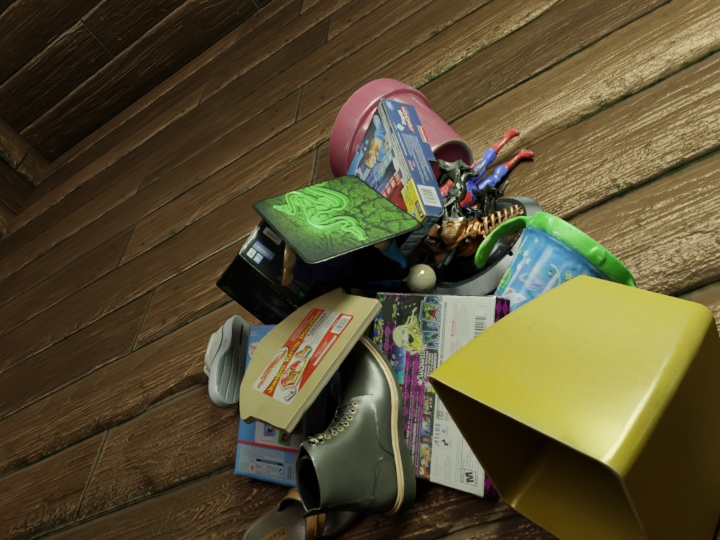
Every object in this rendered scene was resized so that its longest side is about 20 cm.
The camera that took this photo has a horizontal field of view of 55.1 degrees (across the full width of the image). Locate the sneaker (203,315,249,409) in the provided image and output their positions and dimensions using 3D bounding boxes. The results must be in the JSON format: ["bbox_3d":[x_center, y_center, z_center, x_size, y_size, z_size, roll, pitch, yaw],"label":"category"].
[{"bbox_3d":[-0.221,0.159,1.128,0.070,0.073,0.202,-39,23,20],"label":"sneaker"}]

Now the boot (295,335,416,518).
[{"bbox_3d":[-0.021,0.163,0.751,0.077,0.136,0.204,-44,52,36],"label":"boot"}]

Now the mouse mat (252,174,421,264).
[{"bbox_3d":[-0.035,-0.071,0.872,0.158,0.008,0.200,-19,33,-22],"label":"mouse mat"}]

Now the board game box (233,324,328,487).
[{"bbox_3d":[-0.104,0.175,0.922,0.149,0.036,0.206,-6,76,45],"label":"board game box"}]

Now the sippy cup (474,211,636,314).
[{"bbox_3d":[0.210,0.028,0.766,0.131,0.139,0.178,-52,24,2],"label":"sippy cup"}]

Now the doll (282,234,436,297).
[{"bbox_3d":[0.000,0.000,0.875,0.194,0.138,0.050,6,57,-6],"label":"doll"}]

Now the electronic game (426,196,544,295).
[{"bbox_3d":[0.165,-0.026,0.943,0.198,0.042,0.202,-35,27,20],"label":"electronic game"}]

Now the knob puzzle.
[{"bbox_3d":[-0.073,0.106,0.833,0.218,0.031,0.221,-35,26,19],"label":"knob puzzle"}]

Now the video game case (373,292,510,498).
[{"bbox_3d":[0.081,0.129,0.772,0.179,0.035,0.206,-1,83,47],"label":"video game case"}]

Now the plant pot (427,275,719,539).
[{"bbox_3d":[0.213,0.123,0.598,0.176,0.202,0.198,-44,32,-18],"label":"plant pot"}]

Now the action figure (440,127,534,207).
[{"bbox_3d":[0.170,-0.127,1.032,0.199,0.066,0.052,-42,19,-2],"label":"action figure"}]

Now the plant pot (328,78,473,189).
[{"bbox_3d":[0.075,-0.179,1.095,0.200,0.201,0.178,-46,49,-8],"label":"plant pot"}]

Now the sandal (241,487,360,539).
[{"bbox_3d":[-0.069,0.280,0.804,0.198,0.054,0.083,-37,64,10],"label":"sandal"}]

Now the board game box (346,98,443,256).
[{"bbox_3d":[0.031,-0.091,0.963,0.201,0.060,0.204,-51,46,44],"label":"board game box"}]

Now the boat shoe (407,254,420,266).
[{"bbox_3d":[0.021,-0.026,1.068,0.197,0.074,0.067,-33,43,30],"label":"boat shoe"}]

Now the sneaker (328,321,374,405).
[{"bbox_3d":[-0.020,0.150,0.928,0.105,0.075,0.202,-41,25,27],"label":"sneaker"}]

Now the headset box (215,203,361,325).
[{"bbox_3d":[-0.107,0.020,1.008,0.094,0.173,0.199,-55,10,-24],"label":"headset box"}]

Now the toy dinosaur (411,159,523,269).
[{"bbox_3d":[0.138,-0.062,0.918,0.196,0.102,0.138,7,67,37],"label":"toy dinosaur"}]
